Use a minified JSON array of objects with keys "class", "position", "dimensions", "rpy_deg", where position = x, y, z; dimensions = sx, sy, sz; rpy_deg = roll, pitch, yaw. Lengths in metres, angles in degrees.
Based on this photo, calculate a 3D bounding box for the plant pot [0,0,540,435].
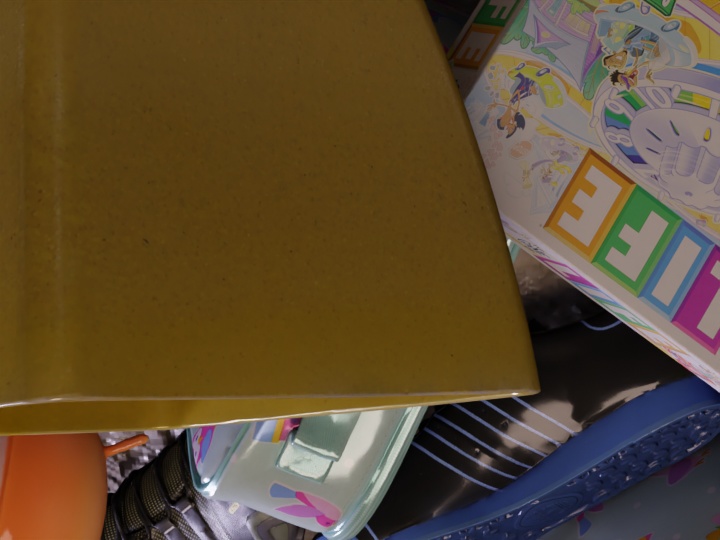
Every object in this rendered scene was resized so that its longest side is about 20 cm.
[{"class":"plant pot","position":[-0.083,-0.039,0.855],"dimensions":[0.200,0.177,0.200],"rpy_deg":[2,172,-43]}]

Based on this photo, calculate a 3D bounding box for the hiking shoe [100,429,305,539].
[{"class":"hiking shoe","position":[-0.075,0.110,1.163],"dimensions":[0.100,0.076,0.200],"rpy_deg":[0,128,-4]}]

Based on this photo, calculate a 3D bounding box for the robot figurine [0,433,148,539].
[{"class":"robot figurine","position":[-0.196,0.094,1.126],"dimensions":[0.200,0.144,0.117],"rpy_deg":[9,144,-7]}]

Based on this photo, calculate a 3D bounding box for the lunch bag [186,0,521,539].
[{"class":"lunch bag","position":[0.000,0.000,1.009],"dimensions":[0.077,0.160,0.200],"rpy_deg":[19,109,-17]}]

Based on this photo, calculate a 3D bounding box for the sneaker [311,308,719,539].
[{"class":"sneaker","position":[0.058,0.073,1.126],"dimensions":[0.200,0.078,0.070],"rpy_deg":[-28,154,10]}]

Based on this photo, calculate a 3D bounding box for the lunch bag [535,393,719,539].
[{"class":"lunch bag","position":[0.149,0.145,1.128],"dimensions":[0.200,0.170,0.122],"rpy_deg":[-22,124,10]}]

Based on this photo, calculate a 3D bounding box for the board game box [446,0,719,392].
[{"class":"board game box","position":[0.124,-0.044,0.938],"dimensions":[0.200,0.034,0.135],"rpy_deg":[34,83,-26]}]
